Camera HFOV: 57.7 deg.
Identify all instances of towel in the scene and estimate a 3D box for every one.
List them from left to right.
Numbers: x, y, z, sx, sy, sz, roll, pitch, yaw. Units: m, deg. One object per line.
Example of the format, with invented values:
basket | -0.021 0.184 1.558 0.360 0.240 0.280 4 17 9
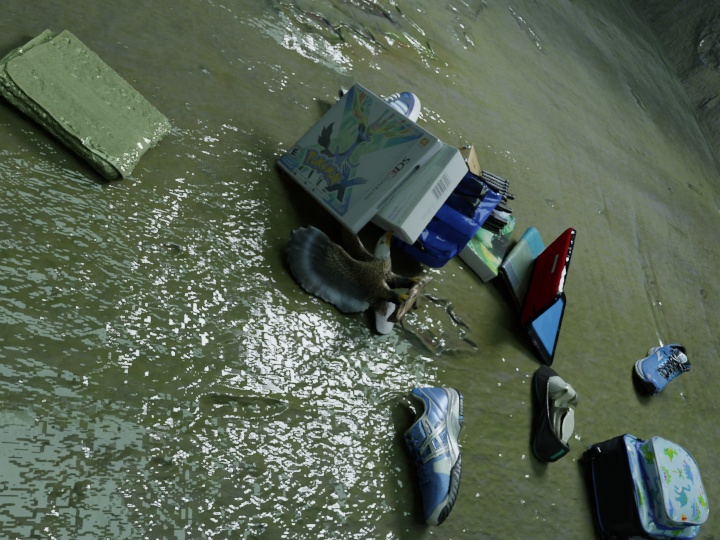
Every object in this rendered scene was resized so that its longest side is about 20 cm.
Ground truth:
towel | -0.352 -0.214 0.835 0.200 0.036 0.149 39 43 -15
towel | 0.345 0.010 1.324 0.200 0.022 0.147 -41 107 -48

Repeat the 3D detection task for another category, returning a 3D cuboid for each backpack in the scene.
backpack | 0.105 -0.115 1.084 0.200 0.163 0.168 37 77 5
backpack | 0.521 0.392 1.159 0.200 0.147 0.183 23 52 -34

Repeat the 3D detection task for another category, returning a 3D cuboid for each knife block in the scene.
knife block | 0.183 -0.141 1.231 0.064 0.199 0.176 -67 143 -46

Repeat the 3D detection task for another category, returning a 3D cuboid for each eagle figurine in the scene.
eagle figurine | 0.003 -0.007 0.984 0.200 0.151 0.152 28 -5 13

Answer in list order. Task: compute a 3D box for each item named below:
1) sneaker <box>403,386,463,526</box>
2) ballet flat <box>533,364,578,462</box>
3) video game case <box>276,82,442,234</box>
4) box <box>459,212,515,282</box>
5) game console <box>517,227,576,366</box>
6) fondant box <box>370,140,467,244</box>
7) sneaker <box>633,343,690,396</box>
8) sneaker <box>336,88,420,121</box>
sneaker | 0.098 0.258 0.925 0.077 0.076 0.200 14 52 -9
ballet flat | 0.351 0.246 1.157 0.068 0.068 0.200 34 45 -21
video game case | -0.007 -0.174 0.979 0.200 0.182 0.022 44 -2 35
box | 0.233 -0.089 1.296 0.144 0.036 0.200 43 44 -12
game console | 0.384 0.050 1.253 0.119 0.172 0.200 31 49 -4
fondant box | 0.040 -0.149 0.994 0.200 0.144 0.058 33 -7 35
sneaker | 0.687 0.213 1.476 0.200 0.089 0.079 -30 84 -48
sneaker | 0.027 -0.305 1.214 0.146 0.081 0.200 39 49 -23
